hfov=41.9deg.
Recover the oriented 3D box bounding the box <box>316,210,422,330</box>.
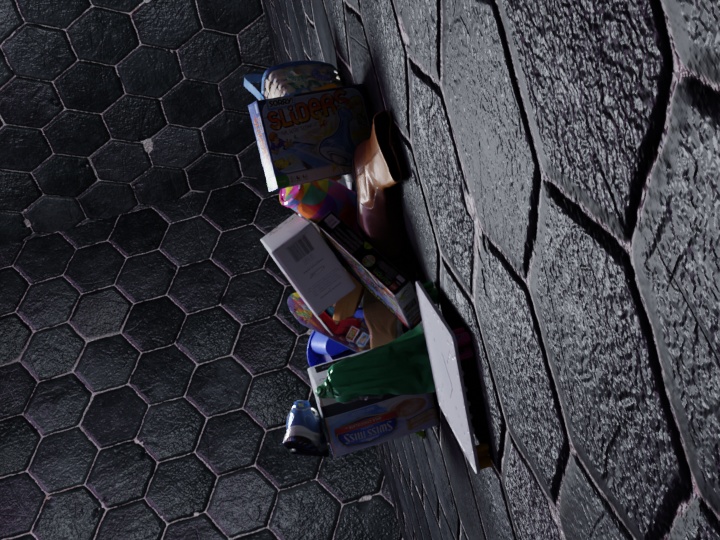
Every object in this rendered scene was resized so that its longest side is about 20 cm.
[{"bbox_3d":[0.017,-0.001,1.476,0.200,0.035,0.111,43,168,35],"label":"box"}]

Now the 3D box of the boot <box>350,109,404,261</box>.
[{"bbox_3d":[0.042,-0.118,1.390,0.200,0.067,0.192,145,118,-77],"label":"boot"}]

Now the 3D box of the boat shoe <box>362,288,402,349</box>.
[{"bbox_3d":[0.044,0.084,1.749,0.069,0.069,0.204,-63,-27,-68],"label":"boat shoe"}]

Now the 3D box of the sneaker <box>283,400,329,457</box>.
[{"bbox_3d":[-0.091,0.283,1.656,0.200,0.074,0.078,88,-174,-70],"label":"sneaker"}]

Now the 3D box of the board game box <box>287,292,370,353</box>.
[{"bbox_3d":[-0.044,0.085,1.805,0.039,0.198,0.158,-59,10,18],"label":"board game box"}]

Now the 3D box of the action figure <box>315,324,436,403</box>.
[{"bbox_3d":[0.020,0.171,1.534,0.055,0.197,0.120,83,171,-61],"label":"action figure"}]

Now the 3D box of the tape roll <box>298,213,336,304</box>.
[{"bbox_3d":[-0.040,-0.041,1.940,0.203,0.137,0.206,166,90,-85],"label":"tape roll"}]

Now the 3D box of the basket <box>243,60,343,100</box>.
[{"bbox_3d":[-0.113,-0.333,1.793,0.200,0.174,0.141,47,139,51],"label":"basket"}]

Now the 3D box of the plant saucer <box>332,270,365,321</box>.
[{"bbox_3d":[0.000,0.000,1.715,0.200,0.037,0.203,20,-91,-87],"label":"plant saucer"}]

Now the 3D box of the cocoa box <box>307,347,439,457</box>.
[{"bbox_3d":[0.022,0.221,1.654,0.133,0.197,0.133,-132,27,-77],"label":"cocoa box"}]

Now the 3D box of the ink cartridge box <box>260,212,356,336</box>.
[{"bbox_3d":[-0.080,0.004,1.593,0.177,0.083,0.200,55,175,-14],"label":"ink cartridge box"}]

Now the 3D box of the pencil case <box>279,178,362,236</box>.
[{"bbox_3d":[-0.039,-0.105,1.560,0.198,0.089,0.089,30,-161,-27],"label":"pencil case"}]

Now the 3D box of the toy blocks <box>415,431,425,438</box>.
[{"bbox_3d":[0.041,0.255,1.895,0.100,0.134,0.203,-126,22,-76],"label":"toy blocks"}]

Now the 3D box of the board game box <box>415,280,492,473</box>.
[{"bbox_3d":[0.125,0.136,1.267,0.200,0.025,0.203,-116,13,-68],"label":"board game box"}]

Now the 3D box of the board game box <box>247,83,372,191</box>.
[{"bbox_3d":[-0.069,-0.211,1.481,0.034,0.198,0.138,-10,96,58],"label":"board game box"}]

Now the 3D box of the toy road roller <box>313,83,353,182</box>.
[{"bbox_3d":[-0.069,-0.225,1.634,0.201,0.144,0.124,-112,2,-60],"label":"toy road roller"}]

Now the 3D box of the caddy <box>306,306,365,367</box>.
[{"bbox_3d":[-0.016,0.162,2.005,0.105,0.197,0.144,10,117,65],"label":"caddy"}]

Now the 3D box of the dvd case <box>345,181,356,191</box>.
[{"bbox_3d":[-0.041,-0.273,1.982,0.149,0.016,0.203,88,166,-66],"label":"dvd case"}]

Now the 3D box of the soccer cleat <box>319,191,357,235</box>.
[{"bbox_3d":[-0.042,-0.092,1.693,0.200,0.083,0.066,-46,-24,-60],"label":"soccer cleat"}]
